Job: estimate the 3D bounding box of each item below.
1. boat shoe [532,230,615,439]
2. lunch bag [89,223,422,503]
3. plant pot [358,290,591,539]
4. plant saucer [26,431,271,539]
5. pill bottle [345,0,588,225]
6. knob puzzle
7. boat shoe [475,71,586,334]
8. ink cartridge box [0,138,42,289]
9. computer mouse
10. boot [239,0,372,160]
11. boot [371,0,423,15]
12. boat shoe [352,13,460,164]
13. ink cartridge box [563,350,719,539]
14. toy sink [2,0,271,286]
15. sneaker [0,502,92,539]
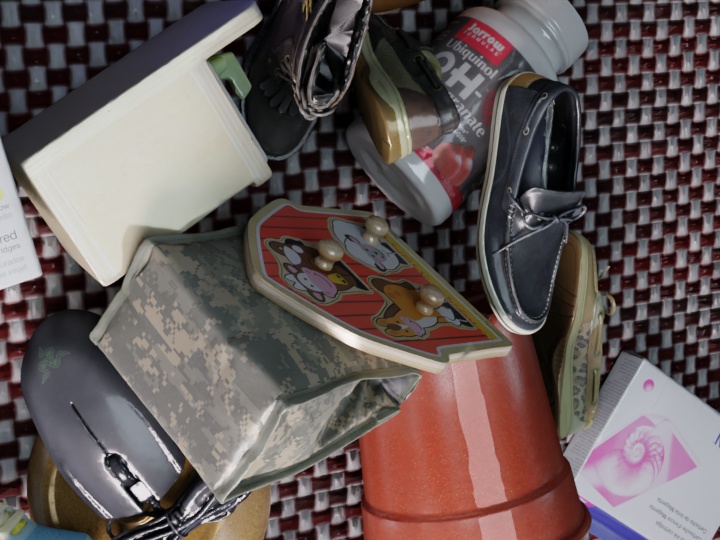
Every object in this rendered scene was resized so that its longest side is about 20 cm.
[{"bbox_3d":[0.190,0.057,1.123,0.062,0.073,0.202,-9,115,-29],"label":"boat shoe"},{"bbox_3d":[-0.064,0.055,0.889,0.199,0.164,0.118,-12,143,-54],"label":"lunch bag"},{"bbox_3d":[0.079,0.128,1.024,0.199,0.200,0.198,-14,98,-22],"label":"plant pot"},{"bbox_3d":[-0.168,0.168,0.932,0.198,0.035,0.203,0,89,11],"label":"plant saucer"},{"bbox_3d":[0.092,-0.143,1.007,0.200,0.111,0.111,-46,115,-10],"label":"pill bottle"},{"bbox_3d":[0.000,0.000,0.885,0.218,0.220,0.031,17,116,-27],"label":"knob puzzle"},{"bbox_3d":[0.134,-0.050,0.939,0.074,0.062,0.202,0,96,-38],"label":"boat shoe"},{"bbox_3d":[-0.316,-0.081,0.811,0.144,0.144,0.202,-20,108,-19],"label":"ink cartridge box"},{"bbox_3d":[-0.179,0.115,0.890,0.138,0.053,0.201,-38,82,8],"label":"computer mouse"},{"bbox_3d":[-0.041,-0.148,0.891,0.069,0.175,0.202,13,115,-13],"label":"boot"},{"bbox_3d":[0.078,-0.246,0.953,0.198,0.154,0.074,-22,110,-19],"label":"boot"},{"bbox_3d":[0.030,-0.140,0.919,0.064,0.201,0.074,-9,125,-4],"label":"boat shoe"},{"bbox_3d":[0.281,0.212,1.210,0.196,0.043,0.201,33,85,-27],"label":"ink cartridge box"},{"bbox_3d":[-0.145,-0.095,0.897,0.199,0.130,0.113,-38,114,-14],"label":"toy sink"},{"bbox_3d":[-0.286,0.169,0.885,0.198,0.080,0.132,0,98,3],"label":"sneaker"}]
